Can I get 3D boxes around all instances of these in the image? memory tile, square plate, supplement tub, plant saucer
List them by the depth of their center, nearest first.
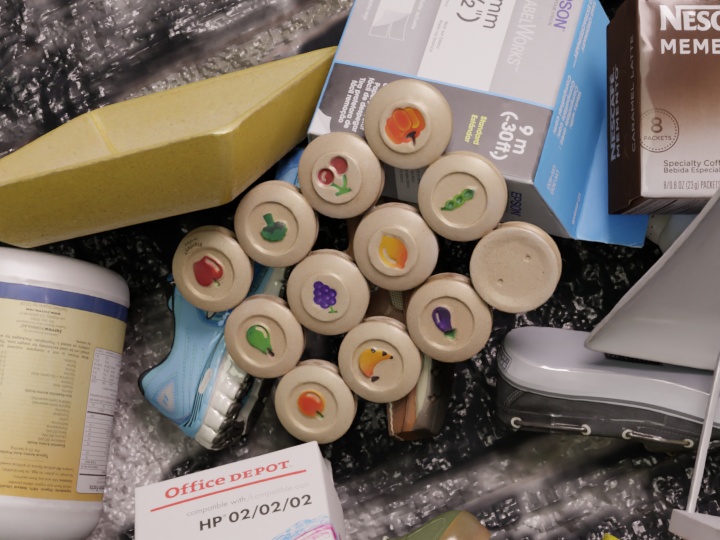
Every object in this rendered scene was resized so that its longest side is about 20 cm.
[{"bbox_3d":[0.249,-0.002,0.726,0.200,0.198,0.028,9,55,-15],"label":"square plate"},{"bbox_3d":[0.000,0.000,0.774,0.200,0.017,0.153,-35,94,20],"label":"memory tile"},{"bbox_3d":[-0.121,-0.070,0.815,0.200,0.200,0.049,-11,107,22],"label":"plant saucer"},{"bbox_3d":[-0.224,0.092,0.831,0.144,0.144,0.200,5,81,10],"label":"supplement tub"}]

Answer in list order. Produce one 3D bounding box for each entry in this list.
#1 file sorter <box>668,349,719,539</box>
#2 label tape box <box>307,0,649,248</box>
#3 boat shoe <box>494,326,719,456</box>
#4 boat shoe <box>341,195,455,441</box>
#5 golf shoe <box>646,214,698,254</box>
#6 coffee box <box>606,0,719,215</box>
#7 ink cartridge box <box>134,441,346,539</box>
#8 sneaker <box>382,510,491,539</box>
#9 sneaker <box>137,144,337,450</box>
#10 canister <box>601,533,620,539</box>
[{"bbox_3d":[0.291,0.108,0.712,0.200,0.139,0.125,11,88,-10],"label":"file sorter"},{"bbox_3d":[0.085,-0.106,0.805,0.200,0.066,0.144,13,66,12],"label":"label tape box"},{"bbox_3d":[0.178,0.080,0.816,0.200,0.069,0.057,10,117,4],"label":"boat shoe"},{"bbox_3d":[0.017,0.007,0.849,0.074,0.076,0.200,-6,71,13],"label":"boat shoe"},{"bbox_3d":[0.240,-0.090,0.827,0.200,0.075,0.092,-40,56,-9],"label":"golf shoe"},{"bbox_3d":[0.240,-0.090,0.738,0.199,0.080,0.115,0,86,-2],"label":"coffee box"},{"bbox_3d":[-0.065,0.173,0.766,0.115,0.068,0.200,-15,40,2],"label":"ink cartridge box"},{"bbox_3d":[-0.022,0.198,0.818,0.200,0.067,0.090,-44,82,3],"label":"sneaker"},{"bbox_3d":[-0.082,0.007,0.858,0.090,0.078,0.200,24,85,15],"label":"sneaker"},{"bbox_3d":[0.157,0.274,0.770,0.148,0.087,0.200,29,87,13],"label":"canister"}]
